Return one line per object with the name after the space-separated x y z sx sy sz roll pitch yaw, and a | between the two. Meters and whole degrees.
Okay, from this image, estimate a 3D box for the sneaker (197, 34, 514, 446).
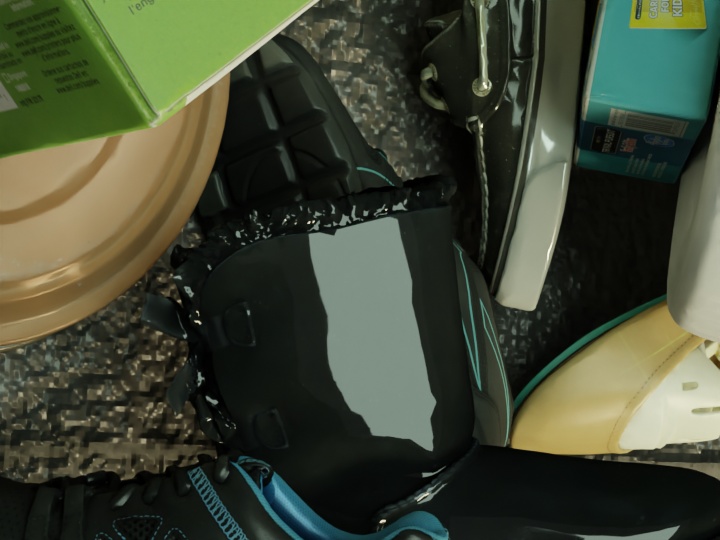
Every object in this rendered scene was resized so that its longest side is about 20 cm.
0.000 0.000 0.829 0.079 0.075 0.201 -33 102 -54 | sneaker

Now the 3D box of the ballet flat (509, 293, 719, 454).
0.151 0.033 0.896 0.199 0.069 0.063 -31 62 -26 | ballet flat

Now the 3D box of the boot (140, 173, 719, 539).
0.031 0.048 0.753 0.196 0.073 0.164 -13 90 -5 | boot

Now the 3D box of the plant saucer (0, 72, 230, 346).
-0.133 -0.074 0.731 0.199 0.032 0.203 0 91 -29 | plant saucer

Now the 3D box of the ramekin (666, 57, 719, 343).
0.179 -0.058 0.815 0.097 0.200 0.203 11 84 5 | ramekin

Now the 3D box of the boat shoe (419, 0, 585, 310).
0.056 -0.086 0.855 0.063 0.071 0.202 5 97 3 | boat shoe

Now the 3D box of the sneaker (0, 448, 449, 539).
-0.065 0.089 0.698 0.198 0.073 0.083 18 100 2 | sneaker

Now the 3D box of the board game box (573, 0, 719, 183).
0.124 -0.146 0.840 0.046 0.151 0.202 10 84 5 | board game box

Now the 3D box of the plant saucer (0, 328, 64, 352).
-0.148 -0.070 0.756 0.198 0.029 0.202 -1 92 -29 | plant saucer

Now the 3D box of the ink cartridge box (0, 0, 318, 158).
-0.041 -0.125 0.681 0.200 0.147 0.076 -41 108 -24 | ink cartridge box
